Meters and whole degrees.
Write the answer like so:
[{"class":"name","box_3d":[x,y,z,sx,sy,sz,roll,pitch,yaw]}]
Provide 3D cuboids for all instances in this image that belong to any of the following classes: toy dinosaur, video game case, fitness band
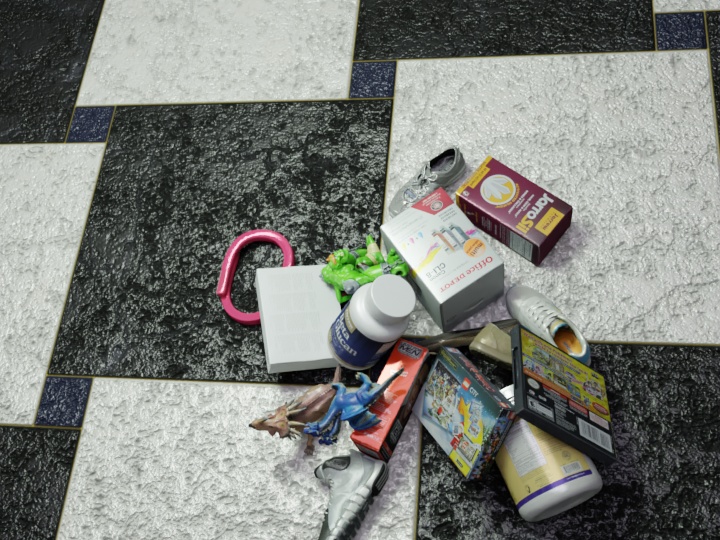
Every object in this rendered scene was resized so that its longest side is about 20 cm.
[{"class":"toy dinosaur","box_3d":[-0.090,0.242,1.470,0.086,0.136,0.200,40,77,24]},{"class":"video game case","box_3d":[0.330,0.202,1.352,0.200,0.026,0.181,30,39,-18]},{"class":"fitness band","box_3d":[-0.208,0.013,1.659,0.143,0.037,0.200,6,67,10]}]

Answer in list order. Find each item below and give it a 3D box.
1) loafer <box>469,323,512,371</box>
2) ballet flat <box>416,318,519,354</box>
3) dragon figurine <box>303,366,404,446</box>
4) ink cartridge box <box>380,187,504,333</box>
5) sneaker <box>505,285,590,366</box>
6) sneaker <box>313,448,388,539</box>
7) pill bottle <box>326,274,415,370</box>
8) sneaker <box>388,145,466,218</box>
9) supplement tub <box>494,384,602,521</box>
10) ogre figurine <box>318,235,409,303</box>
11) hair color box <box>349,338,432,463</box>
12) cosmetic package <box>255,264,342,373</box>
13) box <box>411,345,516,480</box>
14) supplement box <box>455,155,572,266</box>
[{"class":"loafer","box_3d":[0.293,0.152,1.454,0.200,0.076,0.067,24,78,-3]},{"class":"ballet flat","box_3d":[0.197,0.131,1.519,0.200,0.067,0.046,-13,96,1]},{"class":"dragon figurine","box_3d":[-0.002,0.231,1.387,0.200,0.059,0.100,-20,49,22]},{"class":"ink cartridge box","box_3d":[0.155,-0.017,1.543,0.145,0.145,0.200,-33,64,-7]},{"class":"sneaker","box_3d":[0.341,0.094,1.493,0.076,0.081,0.200,-39,63,-7]},{"class":"sneaker","box_3d":[-0.046,0.397,1.432,0.115,0.075,0.200,25,61,25]},{"class":"pill bottle","box_3d":[0.021,0.089,1.459,0.111,0.200,0.111,11,57,-17]},{"class":"sneaker","box_3d":[0.128,-0.181,1.661,0.075,0.082,0.200,39,77,24]},{"class":"supplement tub","box_3d":[0.293,0.295,1.369,0.145,0.145,0.200,-23,63,-1]},{"class":"ogre figurine","box_3d":[0.000,0.000,1.538,0.120,0.098,0.200,-25,38,-19]},{"class":"hair color box","box_3d":[0.058,0.231,1.468,0.061,0.102,0.200,21,71,19]},{"class":"cosmetic package","box_3d":[-0.113,0.089,1.569,0.151,0.052,0.200,-4,62,-13]},{"class":"box","box_3d":[0.171,0.236,1.393,0.200,0.038,0.137,47,118,54]},{"class":"supplement box","box_3d":[0.295,-0.117,1.598,0.200,0.086,0.110,36,75,23]}]
